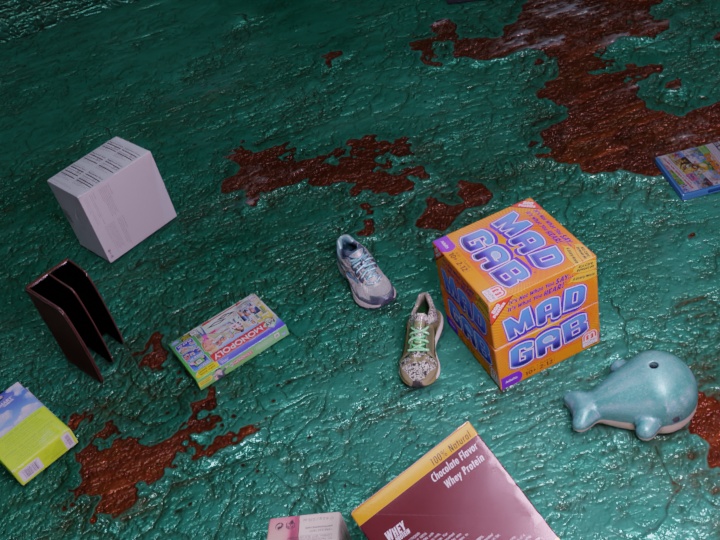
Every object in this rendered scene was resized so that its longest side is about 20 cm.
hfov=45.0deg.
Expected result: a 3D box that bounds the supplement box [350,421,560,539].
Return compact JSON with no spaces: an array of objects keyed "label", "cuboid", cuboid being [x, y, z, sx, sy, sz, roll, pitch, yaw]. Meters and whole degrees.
[{"label":"supplement box","cuboid":[0.129,0.346,1.142,0.197,0.133,0.200,-37,69,-5]}]

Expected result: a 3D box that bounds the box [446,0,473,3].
[{"label":"box","cuboid":[0.360,-0.916,2.636,0.199,0.124,0.197,-3,43,15]}]

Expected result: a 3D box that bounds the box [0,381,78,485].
[{"label":"box","cuboid":[-0.625,0.296,1.599,0.200,0.048,0.122,26,54,39]}]

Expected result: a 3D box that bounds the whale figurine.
[{"label":"whale figurine","cuboid":[0.417,0.188,1.342,0.199,0.104,0.159,-11,40,5]}]

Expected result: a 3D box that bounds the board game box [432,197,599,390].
[{"label":"board game box","cuboid":[0.267,0.037,1.492,0.199,0.200,0.200,-24,40,-10]}]

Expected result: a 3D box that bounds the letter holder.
[{"label":"letter holder","cuboid":[-0.531,0.100,1.677,0.142,0.201,0.101,25,53,38]}]

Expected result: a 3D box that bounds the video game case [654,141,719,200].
[{"label":"video game case","cuboid":[0.726,-0.212,1.776,0.199,0.018,0.143,-14,40,2]}]

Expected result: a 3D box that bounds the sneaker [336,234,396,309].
[{"label":"sneaker","cuboid":[0.000,0.000,1.710,0.077,0.087,0.200,-28,41,-14]}]

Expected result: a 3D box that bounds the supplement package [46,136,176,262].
[{"label":"supplement package","cuboid":[-0.570,-0.166,2.007,0.147,0.192,0.200,26,54,38]}]

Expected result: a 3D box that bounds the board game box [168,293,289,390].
[{"label":"board game box","cuboid":[-0.256,0.134,1.684,0.200,0.029,0.134,-32,42,-19]}]

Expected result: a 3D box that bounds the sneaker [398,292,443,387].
[{"label":"sneaker","cuboid":[0.102,0.118,1.538,0.076,0.089,0.201,-4,41,13]}]

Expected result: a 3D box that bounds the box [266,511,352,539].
[{"label":"box","cuboid":[-0.069,0.450,1.176,0.108,0.128,0.200,-8,40,10]}]
